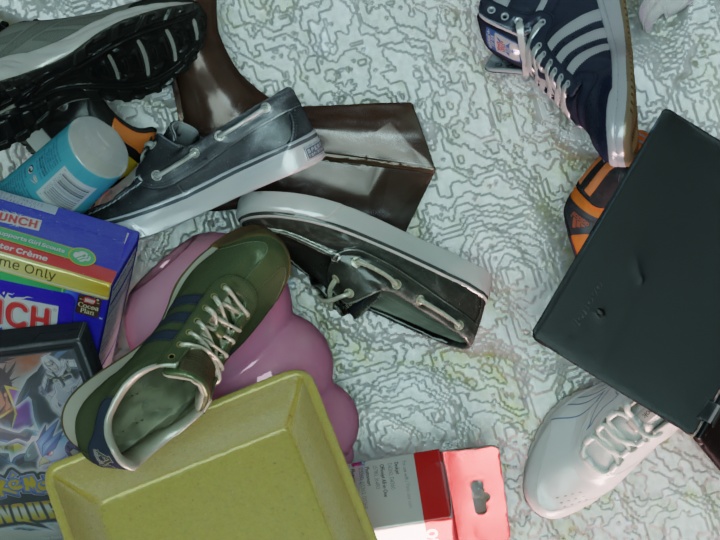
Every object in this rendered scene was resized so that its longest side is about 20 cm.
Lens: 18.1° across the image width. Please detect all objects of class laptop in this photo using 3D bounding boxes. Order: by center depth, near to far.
[{"bbox_3d":[0.244,0.026,1.589,0.116,0.200,0.187,26,80,33],"label":"laptop"}]

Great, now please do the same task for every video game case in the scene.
[{"bbox_3d":[-0.264,0.124,1.608,0.200,0.026,0.181,-6,123,14],"label":"video game case"}]

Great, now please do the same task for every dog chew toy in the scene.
[{"bbox_3d":[-0.078,0.070,1.641,0.124,0.125,0.200,-40,98,2],"label":"dog chew toy"}]

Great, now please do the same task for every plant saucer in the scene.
[{"bbox_3d":[-0.092,0.194,1.554,0.200,0.048,0.200,-22,70,-3],"label":"plant saucer"}]

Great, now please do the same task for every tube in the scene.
[{"bbox_3d":[-0.244,-0.039,1.634,0.200,0.050,0.078,-37,86,38],"label":"tube"}]

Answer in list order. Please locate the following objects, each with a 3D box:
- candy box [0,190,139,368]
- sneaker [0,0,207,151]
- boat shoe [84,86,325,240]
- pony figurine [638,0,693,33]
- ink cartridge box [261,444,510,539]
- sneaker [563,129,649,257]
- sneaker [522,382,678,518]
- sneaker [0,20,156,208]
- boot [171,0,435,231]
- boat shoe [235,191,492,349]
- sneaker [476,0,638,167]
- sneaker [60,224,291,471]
[{"bbox_3d":[-0.262,0.044,1.615,0.169,0.077,0.200,16,125,0],"label":"candy box"},{"bbox_3d":[-0.205,-0.154,1.592,0.200,0.074,0.079,-20,47,-7],"label":"sneaker"},{"bbox_3d":[-0.125,-0.073,1.609,0.200,0.072,0.068,-22,97,21],"label":"boat shoe"},{"bbox_3d":[0.257,-0.285,1.621,0.193,0.167,0.200,-30,76,-6],"label":"pony figurine"},{"bbox_3d":[0.011,0.199,1.639,0.200,0.067,0.116,-9,134,1],"label":"ink cartridge box"},{"bbox_3d":[0.231,-0.007,1.661,0.200,0.078,0.112,40,113,-13],"label":"sneaker"},{"bbox_3d":[0.195,0.105,1.652,0.075,0.087,0.200,45,93,-2],"label":"sneaker"},{"bbox_3d":[-0.235,-0.145,1.662,0.090,0.070,0.200,-41,95,-5],"label":"sneaker"},{"bbox_3d":[-0.041,-0.126,1.658,0.200,0.064,0.187,5,105,4],"label":"boot"},{"bbox_3d":[0.000,0.000,1.639,0.200,0.071,0.064,21,70,-12],"label":"boat shoe"},{"bbox_3d":[0.140,-0.144,1.613,0.108,0.200,0.070,-4,135,4],"label":"sneaker"},{"bbox_3d":[-0.111,0.059,1.521,0.200,0.090,0.067,-45,117,-5],"label":"sneaker"}]
